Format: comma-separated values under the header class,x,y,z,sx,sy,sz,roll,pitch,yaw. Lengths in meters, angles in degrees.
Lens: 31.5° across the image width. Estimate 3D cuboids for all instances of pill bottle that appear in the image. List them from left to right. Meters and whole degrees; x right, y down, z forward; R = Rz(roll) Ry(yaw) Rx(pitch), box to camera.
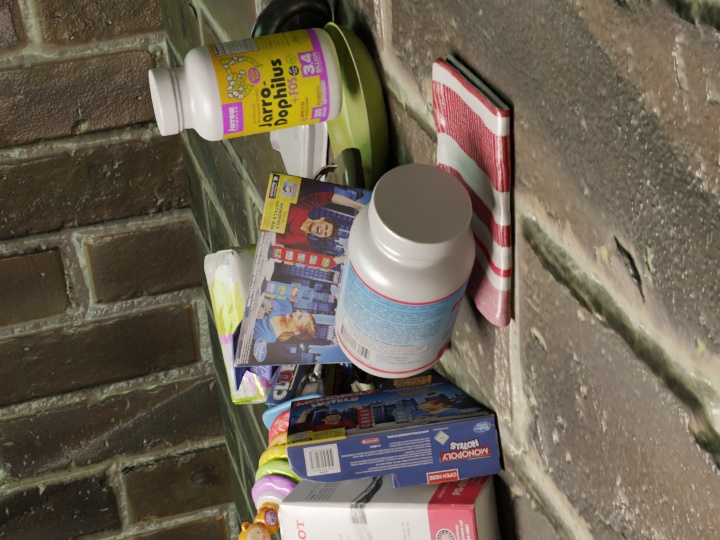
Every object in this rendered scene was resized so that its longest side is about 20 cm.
class,x,y,z,sx,sy,sz,roll,pitch,yaw
pill bottle,-0.126,-0.201,1.401,0.104,0.199,0.105,168,90,-78
pill bottle,0.039,0.001,1.104,0.200,0.108,0.109,101,154,-56

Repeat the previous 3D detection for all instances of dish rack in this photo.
class,x,y,z,sx,sy,sz,roll,pitch,yaw
dish rack,-0.088,-0.191,1.738,0.200,0.043,0.172,97,159,-52

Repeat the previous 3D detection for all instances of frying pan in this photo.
class,x,y,z,sx,sy,sz,roll,pitch,yaw
frying pan,-0.075,-0.241,1.496,0.031,0.115,0.190,42,147,39

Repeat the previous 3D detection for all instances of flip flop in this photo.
class,x,y,z,sx,sy,sz,roll,pitch,yaw
flip flop,-0.035,-0.080,1.431,0.200,0.057,0.081,126,131,-73

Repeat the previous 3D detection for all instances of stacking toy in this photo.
class,x,y,z,sx,sy,sz,roll,pitch,yaw
stacking toy,-0.079,0.236,1.386,0.116,0.110,0.200,56,-142,-17

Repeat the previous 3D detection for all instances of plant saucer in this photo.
class,x,y,z,sx,sy,sz,roll,pitch,yaw
plant saucer,-0.005,-0.177,1.415,0.200,0.031,0.201,168,90,-77

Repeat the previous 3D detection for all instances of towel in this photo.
class,x,y,z,sx,sy,sz,roll,pitch,yaw
towel,0.095,-0.069,1.097,0.144,0.023,0.201,-123,25,-57

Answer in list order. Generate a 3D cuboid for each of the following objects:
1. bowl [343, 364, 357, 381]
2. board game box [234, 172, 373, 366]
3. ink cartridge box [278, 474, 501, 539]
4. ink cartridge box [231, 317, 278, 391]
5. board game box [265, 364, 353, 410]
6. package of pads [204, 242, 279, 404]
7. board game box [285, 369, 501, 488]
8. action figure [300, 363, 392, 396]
class,x,y,z,sx,sy,sz,roll,pitch,yaw
bowl,-0.014,0.040,1.624,0.201,0.039,0.201,169,90,-77
board game box,-0.011,0.016,1.298,0.062,0.199,0.201,-97,19,-83
ink cartridge box,0.033,0.278,1.248,0.084,0.199,0.145,-38,-57,-65
ink cartridge box,-0.094,0.045,1.540,0.200,0.042,0.120,-57,-17,-35
board game box,-0.052,0.172,1.571,0.200,0.034,0.136,70,-150,-43
package of pads,-0.115,0.062,1.640,0.068,0.154,0.201,-11,90,43
board game box,0.030,0.159,1.290,0.200,0.199,0.062,-91,-7,-80
action figure,-0.002,0.130,1.495,0.102,0.118,0.200,-71,-22,-47
